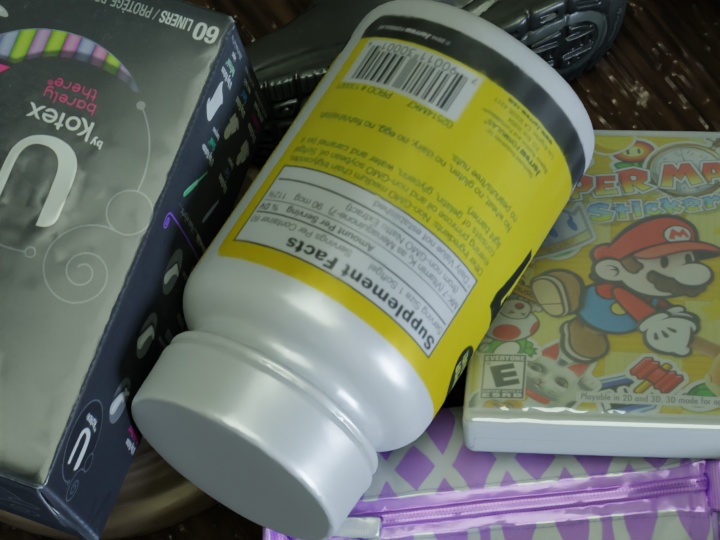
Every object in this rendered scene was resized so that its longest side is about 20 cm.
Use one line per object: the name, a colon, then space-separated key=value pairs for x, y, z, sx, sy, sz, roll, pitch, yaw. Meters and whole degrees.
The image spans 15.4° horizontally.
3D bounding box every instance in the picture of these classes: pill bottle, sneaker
pill bottle: x=0.000 y=0.000 z=1.064 sx=0.114 sy=0.114 sz=0.200 roll=28 pitch=68 yaw=13
sneaker: x=0.014 y=-0.107 z=1.187 sx=0.200 sy=0.076 sz=0.091 roll=-18 pitch=58 yaw=-14

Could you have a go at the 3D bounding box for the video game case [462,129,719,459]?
video game case: x=0.148 y=0.006 z=1.115 sx=0.200 sy=0.023 sz=0.182 roll=1 pitch=43 yaw=7

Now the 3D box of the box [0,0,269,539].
box: x=-0.131 y=-0.012 z=1.053 sx=0.122 sy=0.106 sz=0.200 roll=18 pitch=76 yaw=11

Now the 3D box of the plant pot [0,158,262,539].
plant pot: x=-0.122 y=0.011 z=1.150 sx=0.201 sy=0.093 sz=0.201 roll=-2 pitch=73 yaw=6

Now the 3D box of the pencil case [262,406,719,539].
pencil case: x=0.056 y=0.095 z=1.108 sx=0.200 sy=0.086 sz=0.084 roll=-8 pitch=79 yaw=3
